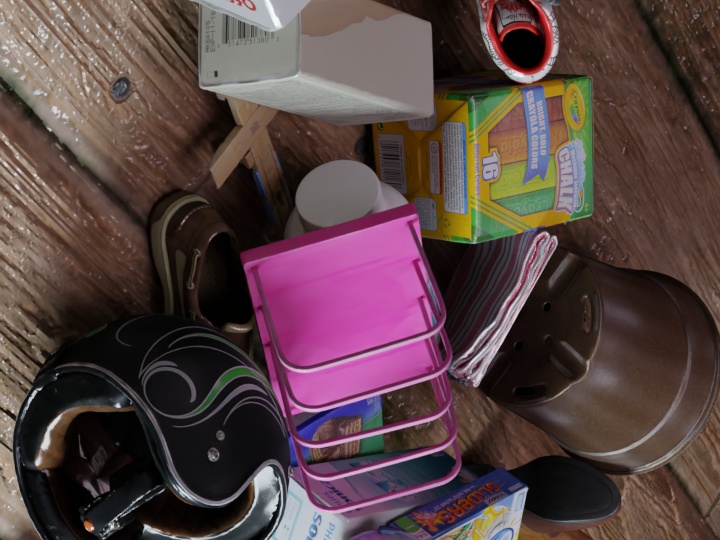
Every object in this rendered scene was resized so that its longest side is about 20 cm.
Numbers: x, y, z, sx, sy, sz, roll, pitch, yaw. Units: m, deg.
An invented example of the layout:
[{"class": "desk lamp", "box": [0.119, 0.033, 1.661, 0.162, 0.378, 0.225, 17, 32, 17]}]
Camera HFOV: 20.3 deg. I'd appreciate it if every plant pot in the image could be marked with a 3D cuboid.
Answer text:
[{"class": "plant pot", "box": [0.204, 0.071, 1.858, 0.198, 0.199, 0.202, 25, 91, -51]}]

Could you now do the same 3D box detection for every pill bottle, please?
[{"class": "pill bottle", "box": [0.000, 0.000, 1.649, 0.111, 0.110, 0.201, -45, 147, -21]}]

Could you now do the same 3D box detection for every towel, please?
[{"class": "towel", "box": [0.100, 0.024, 1.756, 0.030, 0.200, 0.147, 31, 86, -13]}]

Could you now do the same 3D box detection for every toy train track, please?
[{"class": "toy train track", "box": [-0.086, -0.088, 1.593, 0.115, 0.032, 0.201, -54, 147, -28]}]

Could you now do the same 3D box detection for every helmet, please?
[{"class": "helmet", "box": [-0.148, 0.132, 1.517, 0.190, 0.199, 0.202, -12, 120, -59]}]

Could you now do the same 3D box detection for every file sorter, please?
[{"class": "file sorter", "box": [0.001, 0.075, 1.550, 0.138, 0.126, 0.201, -16, 141, -5]}]

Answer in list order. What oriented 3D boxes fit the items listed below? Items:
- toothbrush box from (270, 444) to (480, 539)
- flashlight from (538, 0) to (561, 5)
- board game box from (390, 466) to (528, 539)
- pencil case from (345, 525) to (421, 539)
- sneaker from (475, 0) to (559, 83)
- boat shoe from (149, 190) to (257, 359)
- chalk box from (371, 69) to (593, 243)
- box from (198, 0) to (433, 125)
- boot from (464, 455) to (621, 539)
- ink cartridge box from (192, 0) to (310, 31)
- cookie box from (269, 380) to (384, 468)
[{"class": "toothbrush box", "box": [0.007, 0.241, 1.713, 0.199, 0.085, 0.148, -5, 120, -48]}, {"class": "flashlight", "box": [0.085, -0.254, 1.553, 0.067, 0.199, 0.069, -29, 131, -34]}, {"class": "board game box", "box": [0.072, 0.278, 1.715, 0.135, 0.034, 0.202, -22, 132, -38]}, {"class": "pencil case", "box": [0.008, 0.306, 1.620, 0.090, 0.083, 0.202, 3, 122, -8]}, {"class": "sneaker", "box": [0.115, -0.249, 1.613, 0.067, 0.108, 0.203, -15, 99, 5]}, {"class": "boat shoe", "box": [-0.115, 0.037, 1.592, 0.075, 0.075, 0.204, -38, 134, -27]}, {"class": "chalk box", "box": [0.121, -0.103, 1.716, 0.199, 0.123, 0.126, -15, 106, -41]}, {"class": "box", "box": [-0.030, -0.164, 1.525, 0.199, 0.094, 0.079, 9, 79, -60]}, {"class": "boot", "box": [0.200, 0.257, 1.976, 0.200, 0.187, 0.069, 46, 44, -47]}, {"class": "ink cartridge box", "box": [-0.109, -0.278, 1.371, 0.083, 0.146, 0.201, -47, 139, -20]}, {"class": "cookie box", "box": [-0.073, 0.190, 1.722, 0.199, 0.075, 0.173, -29, 132, -33]}]
